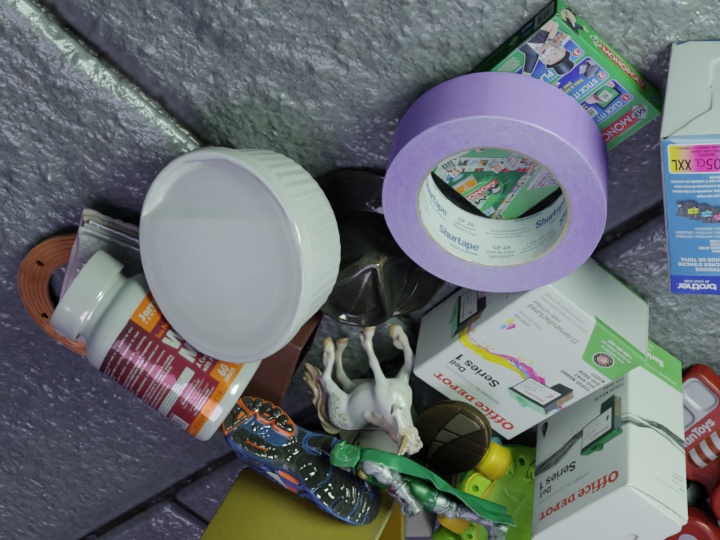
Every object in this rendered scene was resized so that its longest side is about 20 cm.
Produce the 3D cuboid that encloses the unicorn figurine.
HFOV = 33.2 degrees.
[{"bbox_3d":[0.014,0.130,1.269,0.073,0.140,0.199,-3,168,-28],"label":"unicorn figurine"}]

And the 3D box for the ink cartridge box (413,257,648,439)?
[{"bbox_3d":[0.170,0.069,1.224,0.144,0.085,0.199,35,132,-20],"label":"ink cartridge box"}]

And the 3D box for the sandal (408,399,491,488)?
[{"bbox_3d":[0.097,0.185,1.288,0.081,0.055,0.201,31,149,14],"label":"sandal"}]

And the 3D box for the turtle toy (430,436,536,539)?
[{"bbox_3d":[0.153,0.278,1.400,0.145,0.101,0.201,32,101,-17],"label":"turtle toy"}]

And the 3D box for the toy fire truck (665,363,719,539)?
[{"bbox_3d":[0.359,0.209,1.314,0.168,0.112,0.200,44,131,4],"label":"toy fire truck"}]

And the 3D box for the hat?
[{"bbox_3d":[0.000,0.000,1.202,0.197,0.082,0.203,7,134,8],"label":"hat"}]

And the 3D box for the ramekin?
[{"bbox_3d":[-0.108,-0.023,1.150,0.200,0.094,0.206,11,112,30],"label":"ramekin"}]

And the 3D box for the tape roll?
[{"bbox_3d":[0.120,-0.074,1.073,0.196,0.066,0.202,7,134,7],"label":"tape roll"}]

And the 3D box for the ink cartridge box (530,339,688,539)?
[{"bbox_3d":[0.252,0.184,1.233,0.084,0.202,0.146,32,132,-19],"label":"ink cartridge box"}]

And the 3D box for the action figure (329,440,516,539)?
[{"bbox_3d":[0.059,0.228,1.252,0.198,0.055,0.118,26,168,1],"label":"action figure"}]

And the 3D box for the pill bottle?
[{"bbox_3d":[-0.207,0.073,1.223,0.199,0.110,0.110,36,132,-4],"label":"pill bottle"}]

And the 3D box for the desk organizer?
[{"bbox_3d":[-0.107,0.107,1.327,0.076,0.072,0.201,27,135,5],"label":"desk organizer"}]

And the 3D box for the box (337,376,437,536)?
[{"bbox_3d":[0.037,0.220,1.406,0.067,0.083,0.202,-4,131,19],"label":"box"}]

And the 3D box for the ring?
[{"bbox_3d":[-0.284,0.032,1.346,0.197,0.019,0.202,8,134,8],"label":"ring"}]

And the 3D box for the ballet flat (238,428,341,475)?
[{"bbox_3d":[-0.081,0.229,1.460,0.070,0.071,0.199,37,130,-22],"label":"ballet flat"}]

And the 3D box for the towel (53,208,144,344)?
[{"bbox_3d":[-0.225,0.038,1.304,0.197,0.033,0.192,20,135,-5],"label":"towel"}]

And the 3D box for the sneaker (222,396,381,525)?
[{"bbox_3d":[-0.063,0.208,1.308,0.199,0.076,0.079,36,155,-1],"label":"sneaker"}]

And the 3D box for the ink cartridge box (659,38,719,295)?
[{"bbox_3d":[0.297,-0.074,1.019,0.075,0.138,0.202,3,134,18],"label":"ink cartridge box"}]

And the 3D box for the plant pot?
[{"bbox_3d":[-0.075,0.335,1.386,0.197,0.196,0.196,20,141,18],"label":"plant pot"}]

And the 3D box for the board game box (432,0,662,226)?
[{"bbox_3d":[0.149,-0.132,1.076,0.134,0.029,0.199,36,131,-21],"label":"board game box"}]
